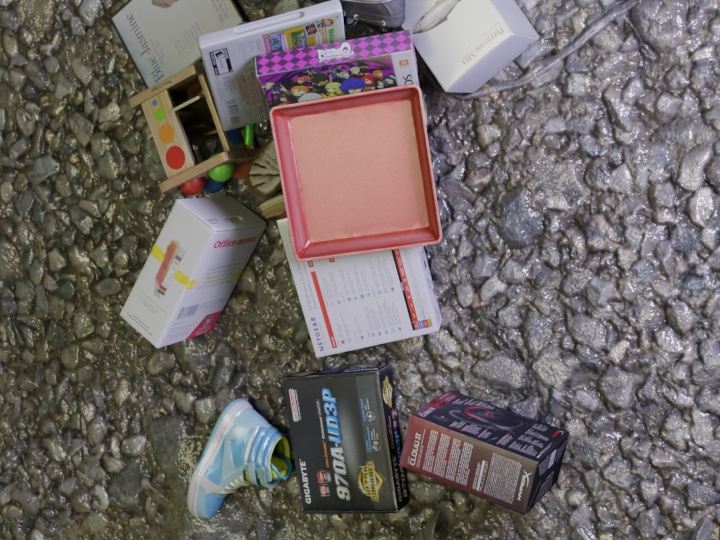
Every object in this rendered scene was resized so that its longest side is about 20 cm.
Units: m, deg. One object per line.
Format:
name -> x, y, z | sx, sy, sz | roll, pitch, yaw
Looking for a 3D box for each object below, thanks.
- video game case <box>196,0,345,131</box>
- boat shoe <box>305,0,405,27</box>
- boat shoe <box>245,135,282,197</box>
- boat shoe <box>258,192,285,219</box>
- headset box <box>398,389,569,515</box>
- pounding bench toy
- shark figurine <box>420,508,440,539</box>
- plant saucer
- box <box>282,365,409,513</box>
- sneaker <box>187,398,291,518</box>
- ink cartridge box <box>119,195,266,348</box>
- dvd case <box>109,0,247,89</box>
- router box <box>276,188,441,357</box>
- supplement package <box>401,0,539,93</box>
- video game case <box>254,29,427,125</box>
video game case -> -0.105, -0.258, 1.501 | 0.179, 0.201, 0.022 | -16, 66, -4
boat shoe -> -0.014, -0.337, 1.472 | 0.198, 0.070, 0.067 | 17, 131, 44
boat shoe -> -0.082, -0.185, 1.634 | 0.200, 0.065, 0.073 | -45, 83, 5
boat shoe -> -0.049, -0.089, 1.625 | 0.197, 0.074, 0.067 | -11, 97, 27
headset box -> 0.153, 0.228, 1.527 | 0.197, 0.148, 0.076 | 18, 104, 22
pounding bench toy -> -0.194, -0.206, 1.653 | 0.198, 0.124, 0.158 | -22, 87, 27
shark figurine -> 0.167, 0.413, 1.591 | 0.211, 0.090, 0.130 | 11, 69, 17
plant saucer -> -0.003, -0.124, 1.503 | 0.196, 0.037, 0.203 | -7, 101, 12
box -> -0.021, 0.241, 1.672 | 0.157, 0.046, 0.203 | -6, 95, 27
sneaker -> -0.174, 0.306, 1.740 | 0.130, 0.079, 0.202 | 30, 110, 21
ink cartridge box -> -0.238, -0.003, 1.693 | 0.083, 0.145, 0.202 | 37, 111, 18
dvd case -> -0.270, -0.369, 1.728 | 0.199, 0.017, 0.144 | -33, 83, 26
router box -> 0.000, 0.000, 1.582 | 0.177, 0.049, 0.203 | -12, 105, 13
supplement package -> 0.114, -0.339, 1.486 | 0.116, 0.117, 0.201 | -37, 81, 24
video game case -> -0.020, -0.229, 1.506 | 0.197, 0.182, 0.036 | -8, 65, 6
